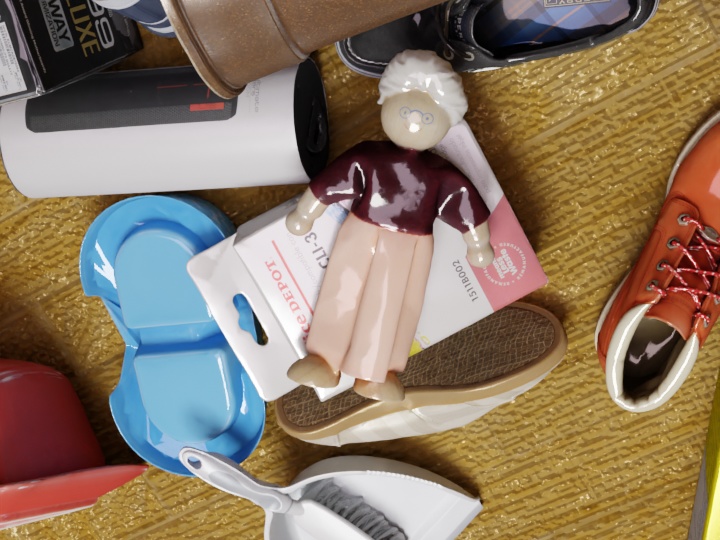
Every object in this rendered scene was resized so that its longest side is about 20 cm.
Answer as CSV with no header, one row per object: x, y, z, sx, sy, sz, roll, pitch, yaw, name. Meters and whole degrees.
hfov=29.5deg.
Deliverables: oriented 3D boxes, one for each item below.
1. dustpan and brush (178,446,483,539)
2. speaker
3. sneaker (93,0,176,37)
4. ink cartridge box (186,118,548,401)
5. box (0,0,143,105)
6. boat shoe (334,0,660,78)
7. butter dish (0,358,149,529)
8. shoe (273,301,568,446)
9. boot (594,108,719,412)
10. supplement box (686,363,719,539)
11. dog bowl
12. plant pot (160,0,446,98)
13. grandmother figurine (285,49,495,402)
-0.034,0.164,0.932,0.200,0.057,0.140,34,113,-9,dustpan and brush
-0.122,-0.090,0.873,0.200,0.081,0.081,-2,108,15,speaker
-0.138,-0.240,0.840,0.070,0.108,0.200,-12,75,19,sneaker
0.000,0.000,0.853,0.200,0.068,0.117,-29,100,4,ink cartridge box
-0.206,-0.208,0.812,0.050,0.158,0.200,-12,104,17,box
0.076,-0.148,0.813,0.200,0.066,0.070,-3,107,14,boat shoe
-0.280,0.109,0.942,0.200,0.199,0.148,-17,80,17,butter dish
0.042,0.071,0.906,0.200,0.070,0.053,-17,146,14,shoe
0.202,-0.006,0.810,0.075,0.107,0.200,26,111,6,boot
0.266,0.134,0.839,0.109,0.109,0.200,9,110,11,supplement box
-0.120,0.039,0.932,0.111,0.050,0.200,-6,107,15,dog bowl
-0.008,-0.218,0.751,0.198,0.200,0.201,-14,104,10,plant pot
0.020,-0.027,0.787,0.121,0.061,0.200,9,102,-13,grandmother figurine
